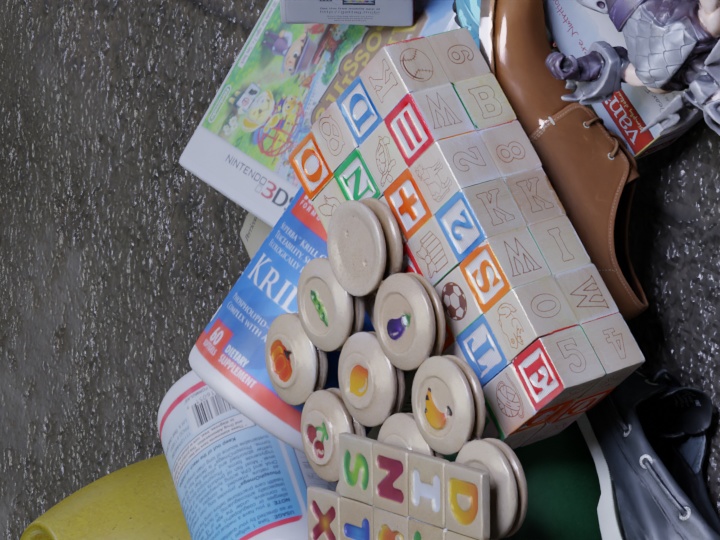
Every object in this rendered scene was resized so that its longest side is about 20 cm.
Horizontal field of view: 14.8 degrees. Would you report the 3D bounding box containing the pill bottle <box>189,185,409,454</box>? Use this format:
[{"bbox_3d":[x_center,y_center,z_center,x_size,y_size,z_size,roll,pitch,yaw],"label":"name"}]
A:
[{"bbox_3d":[0.000,0.000,1.574,0.201,0.112,0.112,-56,35,3],"label":"pill bottle"}]

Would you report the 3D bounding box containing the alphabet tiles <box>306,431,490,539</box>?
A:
[{"bbox_3d":[0.026,0.174,1.400,0.200,0.006,0.168,10,103,57],"label":"alphabet tiles"}]

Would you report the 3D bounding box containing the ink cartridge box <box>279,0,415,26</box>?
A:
[{"bbox_3d":[-0.005,-0.270,1.606,0.176,0.083,0.201,89,-177,-67],"label":"ink cartridge box"}]

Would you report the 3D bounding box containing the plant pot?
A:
[{"bbox_3d":[-0.160,0.222,1.933,0.200,0.141,0.202,-2,88,62],"label":"plant pot"}]

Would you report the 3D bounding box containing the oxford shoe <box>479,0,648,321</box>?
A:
[{"bbox_3d":[0.109,-0.066,1.466,0.071,0.071,0.202,-13,94,21],"label":"oxford shoe"}]

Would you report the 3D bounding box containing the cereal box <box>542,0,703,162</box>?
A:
[{"bbox_3d":[0.162,-0.162,1.414,0.145,0.039,0.200,61,145,9],"label":"cereal box"}]

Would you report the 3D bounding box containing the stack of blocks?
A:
[{"bbox_3d":[0.052,-0.008,1.436,0.115,0.058,0.201,-46,67,49],"label":"stack of blocks"}]

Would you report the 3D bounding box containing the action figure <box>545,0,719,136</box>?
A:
[{"bbox_3d":[0.126,-0.144,1.379,0.200,0.069,0.130,53,133,12],"label":"action figure"}]

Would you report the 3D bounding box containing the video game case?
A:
[{"bbox_3d":[-0.014,-0.120,1.696,0.182,0.022,0.201,33,94,50],"label":"video game case"}]

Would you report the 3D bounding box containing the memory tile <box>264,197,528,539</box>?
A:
[{"bbox_3d":[0.013,0.077,1.432,0.154,0.017,0.201,-55,52,44],"label":"memory tile"}]

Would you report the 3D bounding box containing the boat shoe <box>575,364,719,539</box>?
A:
[{"bbox_3d":[0.154,0.088,1.442,0.066,0.074,0.200,-33,35,22],"label":"boat shoe"}]

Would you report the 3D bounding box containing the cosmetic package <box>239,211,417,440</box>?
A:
[{"bbox_3d":[0.001,0.015,1.715,0.106,0.071,0.201,-63,39,38],"label":"cosmetic package"}]

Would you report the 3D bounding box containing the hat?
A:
[{"bbox_3d":[0.114,0.066,1.495,0.199,0.166,0.177,33,89,17],"label":"hat"}]

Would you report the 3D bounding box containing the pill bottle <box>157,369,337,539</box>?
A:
[{"bbox_3d":[-0.056,0.160,1.780,0.109,0.108,0.201,-58,41,43],"label":"pill bottle"}]

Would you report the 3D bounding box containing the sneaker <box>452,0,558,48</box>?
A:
[{"bbox_3d":[0.099,-0.219,1.558,0.095,0.079,0.202,-16,79,42],"label":"sneaker"}]
